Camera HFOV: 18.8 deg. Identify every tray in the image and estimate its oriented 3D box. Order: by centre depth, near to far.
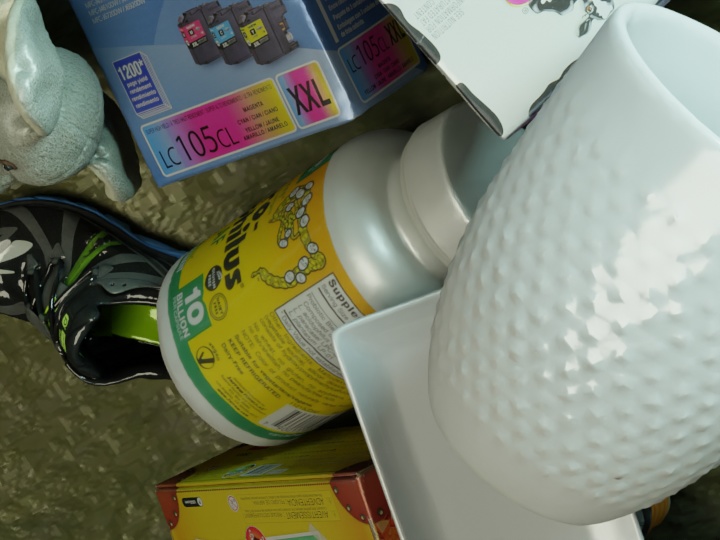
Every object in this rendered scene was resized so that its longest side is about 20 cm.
[{"bbox_3d":[0.066,0.102,0.994,0.107,0.022,0.201,-20,95,-9],"label":"tray"}]

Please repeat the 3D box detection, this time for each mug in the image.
[{"bbox_3d":[0.132,0.016,0.876,0.199,0.148,0.176,21,118,-30],"label":"mug"}]

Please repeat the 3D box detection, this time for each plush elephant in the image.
[{"bbox_3d":[-0.194,-0.080,1.084,0.200,0.165,0.155,-43,57,1],"label":"plush elephant"}]

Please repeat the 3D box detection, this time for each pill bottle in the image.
[{"bbox_3d":[0.000,0.000,1.064,0.200,0.113,0.113,-32,95,38],"label":"pill bottle"}]

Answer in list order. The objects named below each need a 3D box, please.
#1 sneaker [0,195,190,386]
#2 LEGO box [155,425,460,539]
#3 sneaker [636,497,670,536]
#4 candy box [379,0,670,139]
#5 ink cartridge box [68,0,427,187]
[{"bbox_3d":[-0.149,0.014,1.179,0.199,0.083,0.071,17,121,23],"label":"sneaker"},{"bbox_3d":[-0.003,0.159,1.091,0.200,0.077,0.150,-11,101,55],"label":"LEGO box"},{"bbox_3d":[0.060,0.136,1.121,0.199,0.077,0.078,-21,104,38],"label":"sneaker"},{"bbox_3d":[0.058,-0.183,0.915,0.168,0.072,0.200,-42,90,6],"label":"candy box"},{"bbox_3d":[-0.075,-0.157,1.055,0.136,0.076,0.201,-17,103,36],"label":"ink cartridge box"}]
